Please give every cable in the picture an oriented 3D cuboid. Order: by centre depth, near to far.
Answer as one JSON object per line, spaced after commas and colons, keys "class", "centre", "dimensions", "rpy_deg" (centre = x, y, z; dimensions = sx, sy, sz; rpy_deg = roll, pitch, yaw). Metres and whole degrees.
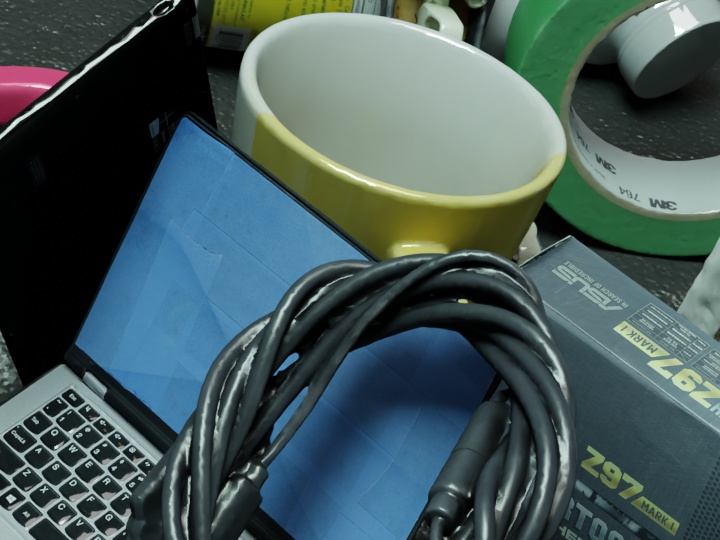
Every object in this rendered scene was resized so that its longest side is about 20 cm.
{"class": "cable", "centre": [-0.002, 0.072, 0.717], "dimensions": [0.200, 0.051, 0.163], "rpy_deg": [-47, 39, -13]}

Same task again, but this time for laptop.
{"class": "laptop", "centre": [-0.081, 0.072, 0.809], "dimensions": [0.200, 0.116, 0.187], "rpy_deg": [-35, 59, -30]}
{"class": "laptop", "centre": [-0.120, -0.082, 0.902], "dimensions": [0.200, 0.188, 0.116], "rpy_deg": [-41, 66, -18]}

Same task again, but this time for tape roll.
{"class": "tape roll", "centre": [0.174, -0.098, 1.049], "dimensions": [0.199, 0.201, 0.048], "rpy_deg": [8, 40, -7]}

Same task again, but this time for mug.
{"class": "mug", "centre": [-0.006, -0.006, 0.917], "dimensions": [0.148, 0.154, 0.187], "rpy_deg": [24, 34, 8]}

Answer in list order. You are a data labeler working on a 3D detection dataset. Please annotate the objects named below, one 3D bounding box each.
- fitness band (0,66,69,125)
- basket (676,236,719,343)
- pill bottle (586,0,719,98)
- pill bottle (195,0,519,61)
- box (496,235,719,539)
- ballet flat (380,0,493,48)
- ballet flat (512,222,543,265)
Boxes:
{"class": "fitness band", "centre": [-0.194, -0.046, 1.014], "dimensions": [0.198, 0.038, 0.144], "rpy_deg": [-9, 43, -26]}
{"class": "basket", "centre": [0.251, 0.037, 0.925], "dimensions": [0.161, 0.199, 0.199], "rpy_deg": [39, 45, 21]}
{"class": "pill bottle", "centre": [0.140, -0.201, 1.210], "dimensions": [0.110, 0.111, 0.201], "rpy_deg": [-17, 65, -32]}
{"class": "pill bottle", "centre": [-0.009, -0.173, 1.150], "dimensions": [0.198, 0.113, 0.113], "rpy_deg": [7, 40, -9]}
{"class": "box", "centre": [0.127, 0.105, 0.837], "dimensions": [0.200, 0.159, 0.051], "rpy_deg": [38, 45, 25]}
{"class": "ballet flat", "centre": [0.042, -0.137, 1.059], "dimensions": [0.072, 0.202, 0.073], "rpy_deg": [12, -3, 1]}
{"class": "ballet flat", "centre": [0.075, 0.024, 0.984], "dimensions": [0.072, 0.073, 0.201], "rpy_deg": [0, 43, -16]}
